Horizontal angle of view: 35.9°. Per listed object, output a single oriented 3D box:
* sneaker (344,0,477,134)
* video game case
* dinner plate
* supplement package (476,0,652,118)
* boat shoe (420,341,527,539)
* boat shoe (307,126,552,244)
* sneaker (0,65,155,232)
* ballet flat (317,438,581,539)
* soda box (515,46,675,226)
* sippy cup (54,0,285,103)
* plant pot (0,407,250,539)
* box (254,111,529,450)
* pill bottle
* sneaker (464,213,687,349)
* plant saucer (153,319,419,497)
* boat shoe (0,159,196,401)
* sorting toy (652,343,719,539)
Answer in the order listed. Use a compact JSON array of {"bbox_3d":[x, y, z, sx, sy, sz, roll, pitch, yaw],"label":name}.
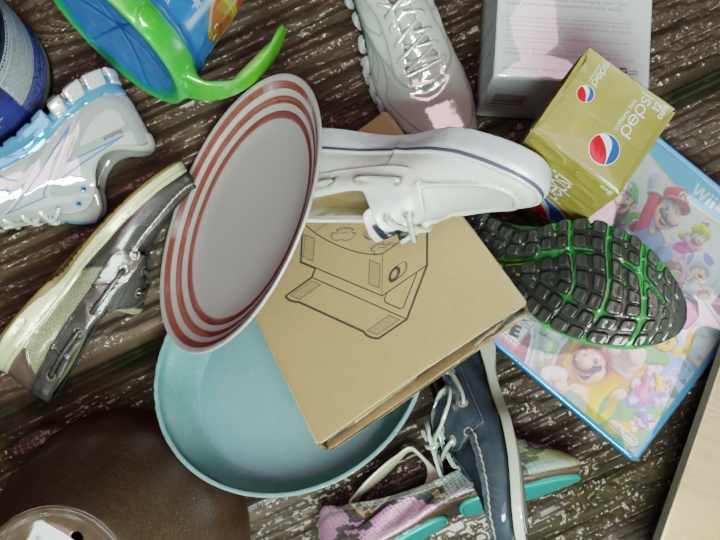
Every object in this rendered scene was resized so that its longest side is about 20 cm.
[{"bbox_3d":[0.029,-0.179,0.820,0.074,0.081,0.202,-25,87,-4],"label":"sneaker"},{"bbox_3d":[0.209,0.018,0.831,0.143,0.018,0.201,39,86,4],"label":"video game case"},{"bbox_3d":[-0.080,-0.038,0.765,0.024,0.199,0.203,22,85,-31],"label":"dinner plate"},{"bbox_3d":[0.147,-0.220,0.805,0.107,0.114,0.204,4,84,0],"label":"supplement package"},{"bbox_3d":[0.071,0.101,0.753,0.061,0.076,0.202,-8,44,-1],"label":"boat shoe"},{"bbox_3d":[0.028,-0.049,0.728,0.197,0.071,0.071,8,67,31],"label":"boat shoe"},{"bbox_3d":[-0.236,-0.057,0.816,0.199,0.075,0.087,-40,92,-3],"label":"sneaker"},{"bbox_3d":[0.059,0.155,0.802,0.197,0.069,0.072,-23,66,-1],"label":"ballet flat"},{"bbox_3d":[0.141,-0.077,0.748,0.067,0.200,0.064,36,84,3],"label":"soda box"},{"bbox_3d":[-0.139,-0.216,0.805,0.131,0.139,0.178,-51,121,-14],"label":"sippy cup"},{"bbox_3d":[-0.174,0.188,0.728,0.183,0.200,0.191,0,84,1],"label":"plant pot"},{"bbox_3d":[0.000,0.000,0.770,0.162,0.021,0.201,-34,54,4],"label":"box"},{"bbox_3d":[-0.288,-0.151,0.758,0.110,0.200,0.114,0,85,0],"label":"pill bottle"},{"bbox_3d":[0.134,0.003,0.769,0.198,0.085,0.079,20,87,36],"label":"sneaker"},{"bbox_3d":[-0.047,0.072,0.785,0.196,0.036,0.203,-7,55,10],"label":"plant saucer"},{"bbox_3d":[-0.184,0.008,0.814,0.065,0.073,0.200,42,92,-5],"label":"boat shoe"},{"bbox_3d":[0.317,0.165,0.792,0.197,0.070,0.202,21,86,2],"label":"sorting toy"}]
